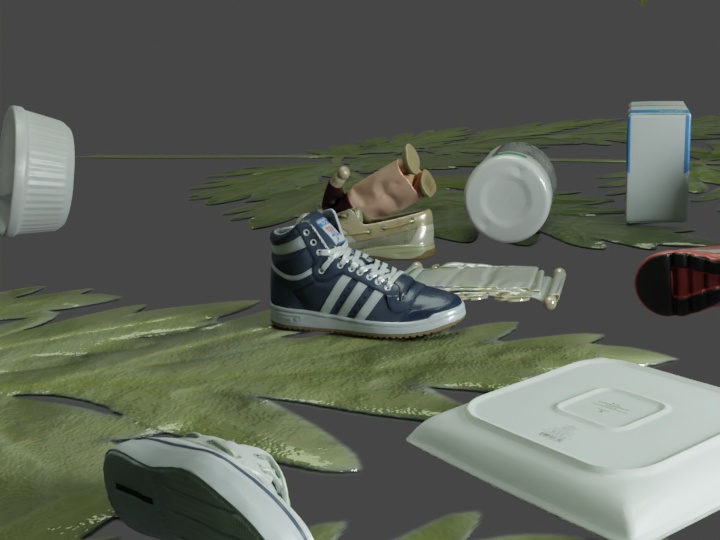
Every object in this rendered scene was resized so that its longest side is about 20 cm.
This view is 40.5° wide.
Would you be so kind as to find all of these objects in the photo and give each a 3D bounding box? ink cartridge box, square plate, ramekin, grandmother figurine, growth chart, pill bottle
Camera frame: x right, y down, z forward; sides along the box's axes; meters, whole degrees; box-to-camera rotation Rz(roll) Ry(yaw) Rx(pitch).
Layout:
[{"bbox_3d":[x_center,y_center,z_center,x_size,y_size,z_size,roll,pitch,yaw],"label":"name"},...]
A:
[{"bbox_3d":[0.415,-0.157,1.368,0.082,0.147,0.200,1,14,16],"label":"ink cartridge box"},{"bbox_3d":[0.162,0.100,0.627,0.196,0.029,0.199,-12,15,-33],"label":"square plate"},{"bbox_3d":[-0.514,-0.152,1.543,0.093,0.206,0.202,4,8,-28],"label":"ramekin"},{"bbox_3d":[0.000,-0.081,1.257,0.198,0.122,0.061,-24,16,27],"label":"grandmother figurine"},{"bbox_3d":[0.120,0.014,1.024,0.197,0.018,0.144,2,15,25],"label":"growth chart"},{"bbox_3d":[0.206,-0.111,1.313,0.111,0.115,0.200,0,14,15],"label":"pill bottle"}]

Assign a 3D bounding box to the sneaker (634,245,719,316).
[{"bbox_3d":[0.356,0.000,0.889,0.197,0.075,0.087,3,13,26],"label":"sneaker"}]

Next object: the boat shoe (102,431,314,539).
[{"bbox_3d":[-0.071,0.118,0.519,0.066,0.075,0.199,-17,17,-34],"label":"boat shoe"}]

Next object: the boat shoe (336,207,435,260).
[{"bbox_3d":[-0.006,-0.047,1.210,0.197,0.066,0.072,-1,14,13],"label":"boat shoe"}]

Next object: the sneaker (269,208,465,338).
[{"bbox_3d":[0.000,0.000,0.916,0.197,0.110,0.070,2,15,22],"label":"sneaker"}]
